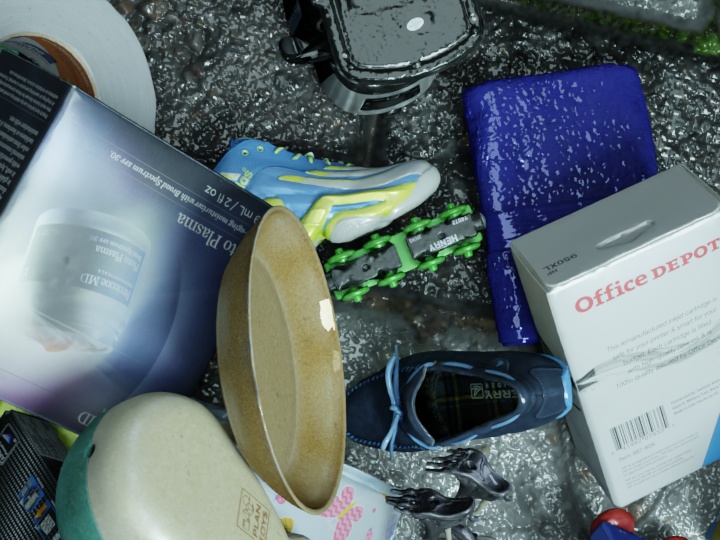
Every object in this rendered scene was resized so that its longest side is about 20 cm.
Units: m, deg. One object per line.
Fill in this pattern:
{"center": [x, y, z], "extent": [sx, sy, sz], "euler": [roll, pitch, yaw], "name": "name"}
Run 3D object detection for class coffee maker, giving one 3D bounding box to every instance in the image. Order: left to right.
{"center": [0.013, -0.216, 1.251], "extent": [0.133, 0.200, 0.195], "euler": [7, 89, -6], "name": "coffee maker"}

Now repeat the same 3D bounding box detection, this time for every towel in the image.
{"center": [0.157, -0.050, 1.333], "extent": [0.146, 0.050, 0.203], "euler": [-8, 87, -12], "name": "towel"}

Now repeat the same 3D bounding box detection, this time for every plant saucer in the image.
{"center": [-0.054, 0.060, 1.148], "extent": [0.035, 0.200, 0.203], "euler": [-9, 87, 15], "name": "plant saucer"}

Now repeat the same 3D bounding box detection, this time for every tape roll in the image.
{"center": [-0.245, -0.112, 1.245], "extent": [0.198, 0.066, 0.203], "euler": [-1, 91, -36], "name": "tape roll"}

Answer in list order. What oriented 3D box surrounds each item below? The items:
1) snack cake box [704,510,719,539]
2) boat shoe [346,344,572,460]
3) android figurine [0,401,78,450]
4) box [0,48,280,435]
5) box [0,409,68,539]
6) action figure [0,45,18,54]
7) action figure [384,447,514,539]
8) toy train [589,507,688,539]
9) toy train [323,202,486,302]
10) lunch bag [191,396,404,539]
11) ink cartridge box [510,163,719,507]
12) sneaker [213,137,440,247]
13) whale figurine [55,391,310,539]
{"center": [0.333, 0.202, 1.252], "extent": [0.114, 0.200, 0.068], "euler": [33, 85, -2], "name": "snack cake box"}
{"center": [0.054, 0.087, 1.250], "extent": [0.068, 0.199, 0.085], "euler": [-6, 79, -49], "name": "boat shoe"}
{"center": [-0.198, 0.101, 1.297], "extent": [0.181, 0.041, 0.201], "euler": [31, 87, -2], "name": "android figurine"}
{"center": [-0.187, -0.005, 1.175], "extent": [0.199, 0.123, 0.200], "euler": [30, 89, -39], "name": "box"}
{"center": [-0.239, 0.232, 1.201], "extent": [0.194, 0.047, 0.200], "euler": [-52, 50, 11], "name": "box"}
{"center": [-0.295, -0.085, 1.292], "extent": [0.117, 0.055, 0.203], "euler": [-8, 94, -6], "name": "action figure"}
{"center": [0.065, 0.226, 1.273], "extent": [0.101, 0.119, 0.202], "euler": [13, 126, 30], "name": "action figure"}
{"center": [0.221, 0.264, 1.305], "extent": [0.199, 0.085, 0.116], "euler": [27, 114, -35], "name": "toy train"}
{"center": [0.000, 0.000, 1.305], "extent": [0.198, 0.056, 0.042], "euler": [-22, 89, -1], "name": "toy train"}
{"center": [-0.076, 0.200, 1.258], "extent": [0.199, 0.127, 0.171], "euler": [25, 85, -29], "name": "lunch bag"}
{"center": [0.208, 0.047, 1.266], "extent": [0.143, 0.084, 0.201], "euler": [-24, 121, -5], "name": "ink cartridge box"}
{"center": [-0.045, -0.063, 1.300], "extent": [0.198, 0.076, 0.106], "euler": [-23, 88, -5], "name": "sneaker"}
{"center": [-0.112, 0.168, 1.122], "extent": [0.103, 0.160, 0.200], "euler": [-25, 132, 30], "name": "whale figurine"}
